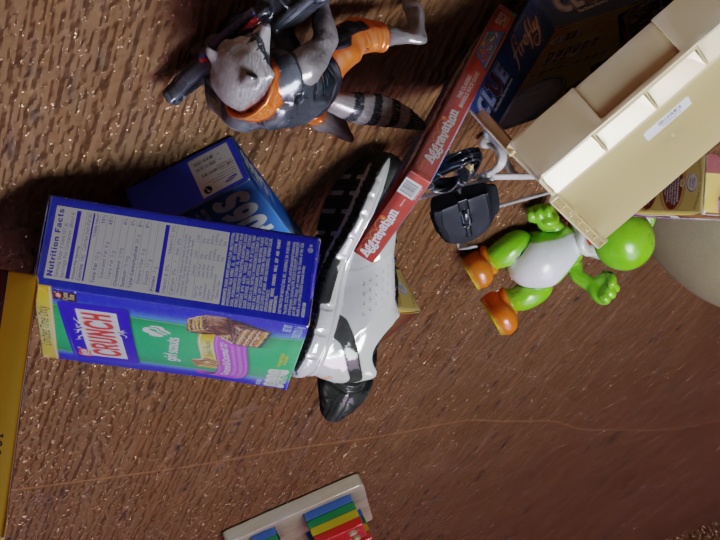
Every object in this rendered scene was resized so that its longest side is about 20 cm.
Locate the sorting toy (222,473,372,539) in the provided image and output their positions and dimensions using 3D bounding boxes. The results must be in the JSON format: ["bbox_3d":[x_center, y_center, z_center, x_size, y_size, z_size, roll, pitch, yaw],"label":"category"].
[{"bbox_3d":[-0.074,0.377,2.117,0.200,0.070,0.199,-23,157,-5],"label":"sorting toy"}]

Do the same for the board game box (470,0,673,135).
[{"bbox_3d":[0.193,-0.184,1.195,0.200,0.035,0.136,-21,158,-30],"label":"board game box"}]

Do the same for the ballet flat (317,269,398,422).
[{"bbox_3d":[-0.010,0.048,1.361,0.066,0.200,0.057,24,134,-8],"label":"ballet flat"}]

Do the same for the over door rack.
[{"bbox_3d":[0.099,-0.078,1.338,0.148,0.067,0.200,-2,161,-40],"label":"over door rack"}]

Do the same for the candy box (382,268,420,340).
[{"bbox_3d":[-0.049,0.043,1.447,0.117,0.057,0.200,-40,154,29],"label":"candy box"}]

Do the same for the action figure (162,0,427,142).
[{"bbox_3d":[-0.023,-0.143,1.018,0.200,0.105,0.193,-38,164,35],"label":"action figure"}]

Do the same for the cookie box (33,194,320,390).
[{"bbox_3d":[-0.142,0.022,1.157,0.200,0.075,0.171,9,158,-5],"label":"cookie box"}]

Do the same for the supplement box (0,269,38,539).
[{"bbox_3d":[-0.332,0.103,1.024,0.200,0.198,0.133,9,147,-14],"label":"supplement box"}]

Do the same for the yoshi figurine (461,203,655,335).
[{"bbox_3d":[0.209,-0.015,1.516,0.200,0.112,0.112,-28,154,1],"label":"yoshi figurine"}]

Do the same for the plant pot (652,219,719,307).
[{"bbox_3d":[0.426,-0.030,1.667,0.200,0.135,0.200,-22,157,-10],"label":"plant pot"}]

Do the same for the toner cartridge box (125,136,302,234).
[{"bbox_3d":[-0.109,-0.032,1.239,0.095,0.043,0.200,-26,157,5],"label":"toner cartridge box"}]

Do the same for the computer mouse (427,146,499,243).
[{"bbox_3d":[0.081,-0.054,1.193,0.059,0.034,0.200,-16,167,3],"label":"computer mouse"}]

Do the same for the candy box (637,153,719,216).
[{"bbox_3d":[0.297,-0.074,1.378,0.117,0.057,0.200,3,180,-24],"label":"candy box"}]

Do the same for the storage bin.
[{"bbox_3d":[0.203,-0.130,1.125,0.200,0.094,0.199,-41,159,9],"label":"storage bin"}]

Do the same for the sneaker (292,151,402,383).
[{"bbox_3d":[0.000,0.000,1.268,0.080,0.200,0.074,19,-178,-24],"label":"sneaker"}]

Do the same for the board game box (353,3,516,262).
[{"bbox_3d":[0.057,-0.103,1.121,0.103,0.019,0.200,-53,-173,49],"label":"board game box"}]
